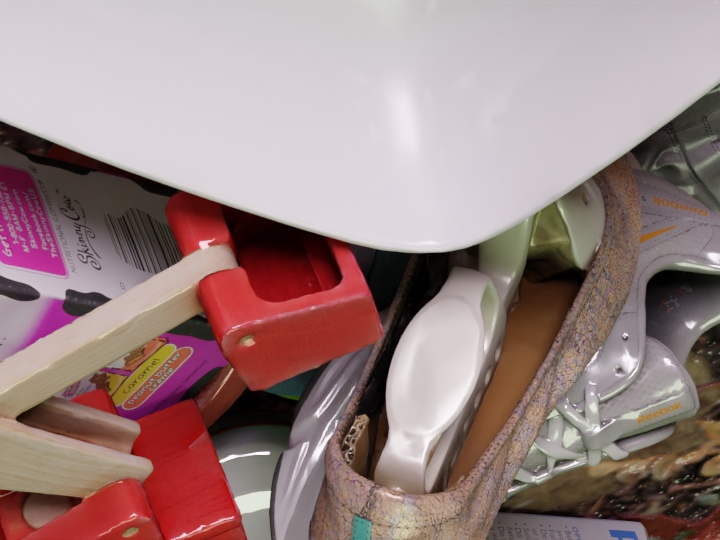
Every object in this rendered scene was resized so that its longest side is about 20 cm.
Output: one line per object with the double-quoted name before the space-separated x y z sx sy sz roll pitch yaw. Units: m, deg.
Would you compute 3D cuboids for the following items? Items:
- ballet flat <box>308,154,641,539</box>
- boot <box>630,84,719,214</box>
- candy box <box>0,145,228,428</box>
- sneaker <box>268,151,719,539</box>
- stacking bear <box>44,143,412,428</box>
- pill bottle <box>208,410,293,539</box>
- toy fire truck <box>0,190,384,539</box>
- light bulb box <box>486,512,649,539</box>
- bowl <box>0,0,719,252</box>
"ballet flat" 0.040 0.011 0.738 0.068 0.201 0.067 12 142 14
"boot" 0.162 -0.050 0.889 0.199 0.070 0.132 -18 141 0
"candy box" -0.149 0.022 0.725 0.136 0.061 0.199 -42 147 27
"sneaker" 0.054 0.040 0.794 0.200 0.092 0.076 -49 144 -21
"stacking bear" 0.000 0.000 0.871 0.114 0.122 0.199 -49 144 19
"pill bottle" -0.038 0.109 0.938 0.109 0.110 0.200 -10 180 -5
"toy fire truck" -0.089 0.055 0.711 0.199 0.049 0.141 -21 150 -6
"light bulb box" 0.021 0.212 1.161 0.199 0.125 0.198 7 140 -28
"bowl" -0.004 -0.097 0.579 0.199 0.075 0.200 18 144 -28
